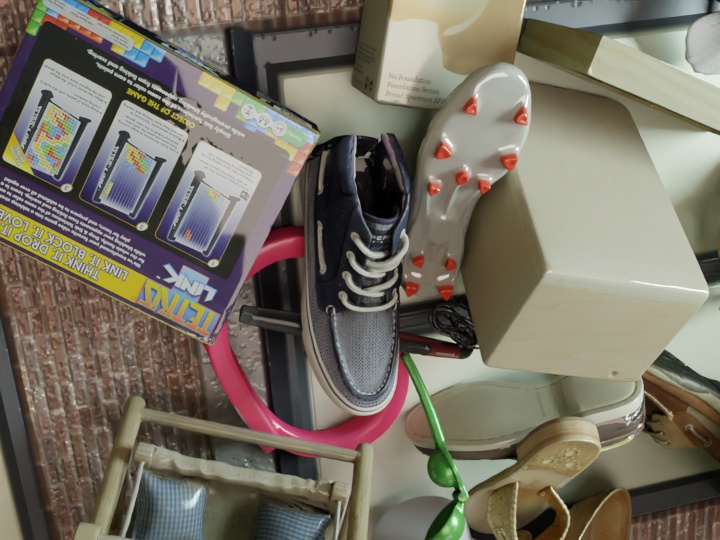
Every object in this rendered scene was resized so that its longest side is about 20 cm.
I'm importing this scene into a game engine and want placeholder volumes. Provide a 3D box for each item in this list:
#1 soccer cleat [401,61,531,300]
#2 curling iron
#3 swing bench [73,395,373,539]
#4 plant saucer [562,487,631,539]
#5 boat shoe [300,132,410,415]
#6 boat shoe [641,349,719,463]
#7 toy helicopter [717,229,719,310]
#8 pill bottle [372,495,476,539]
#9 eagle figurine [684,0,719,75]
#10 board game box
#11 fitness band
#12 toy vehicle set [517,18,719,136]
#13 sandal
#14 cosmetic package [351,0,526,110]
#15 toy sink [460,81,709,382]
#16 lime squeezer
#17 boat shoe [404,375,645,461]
[{"bbox_3d":[0.063,-0.067,0.679,0.068,0.078,0.202,8,131,-12],"label":"soccer cleat"},{"bbox_3d":[0.005,0.040,0.731,0.196,0.026,0.051,3,86,-14],"label":"curling iron"},{"bbox_3d":[-0.097,0.213,0.673,0.195,0.201,0.132,11,116,-5],"label":"swing bench"},{"bbox_3d":[0.185,0.283,0.848,0.199,0.035,0.203,-31,130,-46],"label":"plant saucer"},{"bbox_3d":[0.000,0.000,0.669,0.073,0.093,0.204,-8,85,-21],"label":"boat shoe"},{"bbox_3d":[0.283,0.124,0.843,0.198,0.076,0.074,28,104,-21],"label":"boat shoe"},{"bbox_3d":[0.371,-0.001,0.825,0.199,0.079,0.134,29,93,-35],"label":"toy helicopter"},{"bbox_3d":[0.074,0.301,0.827,0.110,0.112,0.203,-18,113,-8],"label":"pill bottle"},{"bbox_3d":[0.317,-0.213,0.662,0.150,0.200,0.153,-26,115,-5],"label":"eagle figurine"},{"bbox_3d":[-0.150,-0.069,0.648,0.198,0.057,0.167,28,102,-11],"label":"board game box"},{"bbox_3d":[-0.042,0.062,0.755,0.142,0.037,0.202,-30,115,-6],"label":"fitness band"},{"bbox_3d":[0.225,-0.133,0.707,0.197,0.124,0.027,17,105,-20],"label":"toy vehicle set"},{"bbox_3d":[0.136,0.199,0.773,0.076,0.071,0.213,6,142,-12],"label":"sandal"},{"bbox_3d":[0.063,-0.216,0.662,0.103,0.071,0.204,3,108,-16],"label":"cosmetic package"},{"bbox_3d":[0.147,-0.031,0.717,0.128,0.202,0.113,7,137,-19],"label":"toy sink"},{"bbox_3d":[0.051,0.171,0.751,0.069,0.038,0.204,8,83,9],"label":"lime squeezer"},{"bbox_3d":[0.137,0.128,0.794,0.197,0.072,0.060,-13,129,10],"label":"boat shoe"}]
